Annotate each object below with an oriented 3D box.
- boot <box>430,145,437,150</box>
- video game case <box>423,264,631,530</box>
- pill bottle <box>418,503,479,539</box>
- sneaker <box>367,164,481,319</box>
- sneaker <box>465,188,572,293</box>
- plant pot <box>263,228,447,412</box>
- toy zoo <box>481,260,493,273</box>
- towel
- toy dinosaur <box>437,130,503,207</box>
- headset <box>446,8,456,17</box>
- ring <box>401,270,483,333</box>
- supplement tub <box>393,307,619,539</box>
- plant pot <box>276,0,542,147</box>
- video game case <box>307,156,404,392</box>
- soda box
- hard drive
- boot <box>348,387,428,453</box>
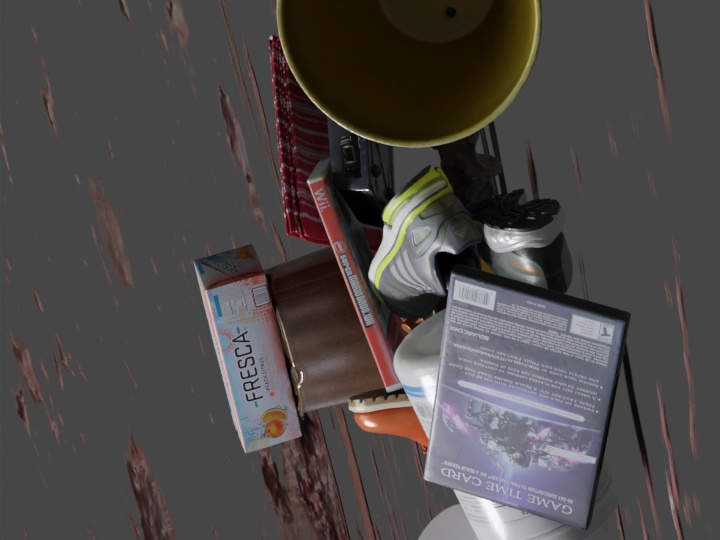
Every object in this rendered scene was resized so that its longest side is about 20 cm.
[{"bbox_3d":[0.049,-0.178,1.875,0.200,0.069,0.174,86,166,-48],"label":"boot"},{"bbox_3d":[0.128,0.102,1.543,0.019,0.142,0.201,-50,-29,-54],"label":"video game case"},{"bbox_3d":[0.140,0.300,1.777,0.200,0.111,0.111,44,-173,-28],"label":"pill bottle"},{"bbox_3d":[0.058,-0.004,1.652,0.081,0.074,0.200,50,162,21],"label":"sneaker"},{"bbox_3d":[0.127,-0.021,1.656,0.200,0.074,0.080,-140,29,-75],"label":"sneaker"},{"bbox_3d":[0.011,0.046,1.979,0.200,0.198,0.201,164,90,-83],"label":"plant pot"},{"bbox_3d":[0.130,0.049,1.940,0.131,0.020,0.201,153,100,-82],"label":"toy zoo"},{"bbox_3d":[-0.030,-0.116,1.847,0.144,0.022,0.201,12,-112,-55],"label":"towel"},{"bbox_3d":[0.090,-0.063,1.796,0.077,0.102,0.200,52,175,20],"label":"toy dinosaur"},{"bbox_3d":[0.070,-0.238,1.695,0.200,0.094,0.124,35,144,53],"label":"headset"},{"bbox_3d":[0.095,0.051,1.802,0.200,0.019,0.201,33,154,18],"label":"ring"},{"bbox_3d":[0.123,0.131,1.651,0.200,0.132,0.132,63,175,-16],"label":"supplement tub"},{"bbox_3d":[0.049,-0.211,1.506,0.142,0.199,0.201,-60,-41,-67],"label":"plant pot"},{"bbox_3d":[0.000,0.000,1.754,0.143,0.017,0.201,-71,-39,-79],"label":"video game case"},{"bbox_3d":[-0.112,0.079,1.949,0.068,0.063,0.200,-119,16,-59],"label":"soda box"},{"bbox_3d":[0.001,-0.147,1.756,0.135,0.042,0.201,53,-147,-71],"label":"hard drive"},{"bbox_3d":[0.084,0.155,1.742,0.075,0.199,0.108,-168,85,-77],"label":"boot"}]
